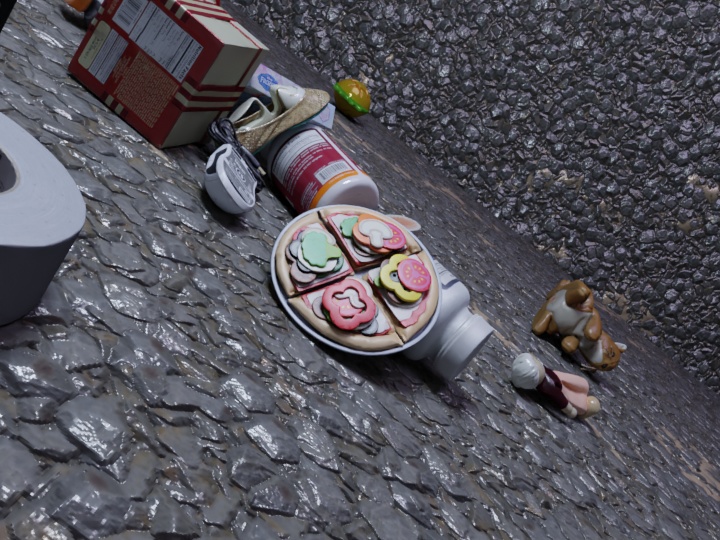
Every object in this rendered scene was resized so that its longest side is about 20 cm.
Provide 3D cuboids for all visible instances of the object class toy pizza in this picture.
[{"bbox_3d":[0.000,0.000,0.808,0.196,0.032,0.203,10,51,-12],"label":"toy pizza"}]

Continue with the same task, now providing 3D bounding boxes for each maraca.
[{"bbox_3d":[-0.028,-0.536,2.299,0.136,0.108,0.200,38,16,-1],"label":"maraca"}]

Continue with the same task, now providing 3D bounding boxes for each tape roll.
[{"bbox_3d":[-0.278,-0.055,0.461,0.199,0.067,0.201,36,15,-11],"label":"tape roll"}]

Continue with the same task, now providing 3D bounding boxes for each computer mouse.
[{"bbox_3d":[-0.165,-0.120,0.925,0.111,0.043,0.201,57,11,-21],"label":"computer mouse"}]

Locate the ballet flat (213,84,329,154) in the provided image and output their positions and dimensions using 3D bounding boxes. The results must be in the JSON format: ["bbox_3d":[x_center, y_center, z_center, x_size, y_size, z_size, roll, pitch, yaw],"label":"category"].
[{"bbox_3d":[-0.127,-0.224,1.054,0.070,0.199,0.066,24,-35,45],"label":"ballet flat"}]

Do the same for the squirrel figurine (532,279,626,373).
[{"bbox_3d":[0.473,0.121,1.565,0.187,0.142,0.200,44,18,-3],"label":"squirrel figurine"}]

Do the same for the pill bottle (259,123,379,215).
[{"bbox_3d":[-0.068,-0.142,1.095,0.112,0.114,0.201,17,26,-52],"label":"pill bottle"}]

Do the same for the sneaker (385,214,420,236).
[{"bbox_3d":[0.002,-0.025,1.020,0.197,0.081,0.071,-7,31,-40],"label":"sneaker"}]

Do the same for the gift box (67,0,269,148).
[{"bbox_3d":[-0.249,-0.294,0.975,0.200,0.185,0.187,44,17,0],"label":"gift box"}]

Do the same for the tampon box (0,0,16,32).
[{"bbox_3d":[-0.399,-0.232,0.562,0.149,0.127,0.200,40,16,10],"label":"tampon box"}]

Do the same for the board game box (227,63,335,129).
[{"bbox_3d":[-0.175,-0.276,1.181,0.197,0.042,0.198,10,-3,34],"label":"board game box"}]

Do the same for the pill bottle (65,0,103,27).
[{"bbox_3d":[-0.362,-0.404,1.171,0.198,0.107,0.107,22,22,-45],"label":"pill bottle"}]

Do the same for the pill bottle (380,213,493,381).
[{"bbox_3d":[0.062,0.035,0.898,0.200,0.112,0.111,43,16,15],"label":"pill bottle"}]

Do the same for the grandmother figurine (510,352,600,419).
[{"bbox_3d":[0.295,0.173,1.149,0.198,0.061,0.121,28,10,-43],"label":"grandmother figurine"}]
